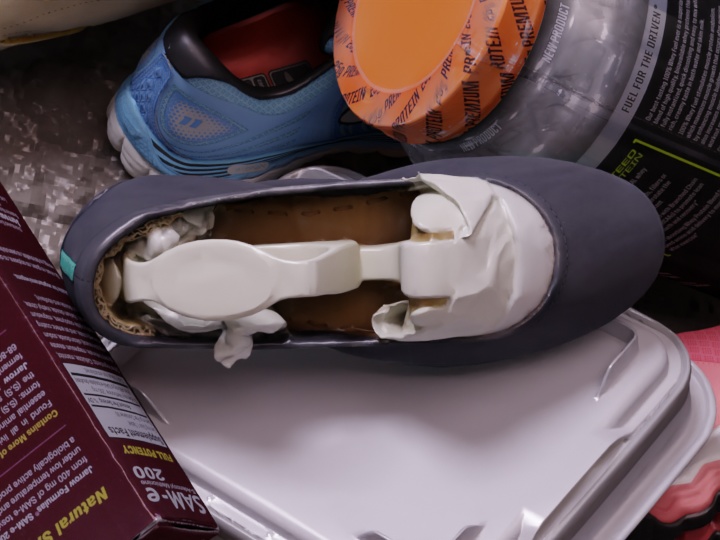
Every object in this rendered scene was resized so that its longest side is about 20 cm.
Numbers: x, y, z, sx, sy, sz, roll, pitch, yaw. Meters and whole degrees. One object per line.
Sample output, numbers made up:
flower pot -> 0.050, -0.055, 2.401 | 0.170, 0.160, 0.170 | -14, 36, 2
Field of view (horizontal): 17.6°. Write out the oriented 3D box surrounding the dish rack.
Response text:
dish rack -> 0.004, 0.040, 0.792 | 0.199, 0.044, 0.172 | 28, 55, 29

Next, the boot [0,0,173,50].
boot -> -0.100, -0.118, 0.814 | 0.199, 0.155, 0.073 | -19, 99, -36

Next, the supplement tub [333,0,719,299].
supplement tub -> 0.096, -0.067, 0.835 | 0.199, 0.122, 0.123 | 19, 54, -36

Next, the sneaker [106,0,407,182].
sneaker -> 0.004, -0.087, 0.877 | 0.199, 0.090, 0.079 | -23, 70, -26

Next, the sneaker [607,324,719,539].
sneaker -> 0.089, 0.073, 0.839 | 0.199, 0.074, 0.087 | -20, 47, -22

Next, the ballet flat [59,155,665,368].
ballet flat -> 0.000, 0.000, 0.744 | 0.198, 0.073, 0.073 | -1, 61, 3

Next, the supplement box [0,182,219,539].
supplement box -> -0.147, 0.033, 0.760 | 0.109, 0.061, 0.201 | -37, 73, 9
